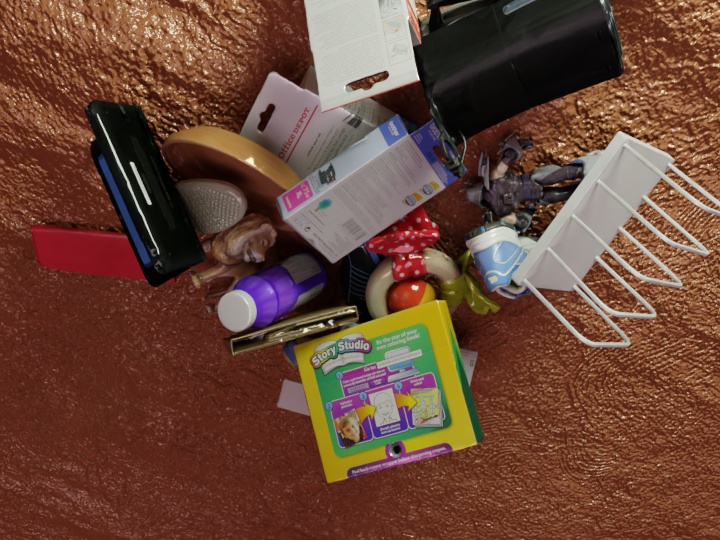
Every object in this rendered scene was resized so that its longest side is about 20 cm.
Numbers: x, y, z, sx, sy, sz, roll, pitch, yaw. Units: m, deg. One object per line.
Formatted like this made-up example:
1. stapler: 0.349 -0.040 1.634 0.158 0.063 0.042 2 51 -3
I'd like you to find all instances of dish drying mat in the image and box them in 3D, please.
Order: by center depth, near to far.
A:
1. dish drying mat: -0.356 -0.025 1.140 0.195 0.018 0.078 5 127 0

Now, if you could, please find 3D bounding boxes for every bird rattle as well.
1. bird rattle: 0.076 0.017 1.031 0.198 0.114 0.164 22 120 -36

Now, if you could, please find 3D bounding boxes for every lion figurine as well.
1. lion figurine: -0.168 -0.012 1.084 0.121 0.200 0.073 -28 81 -11

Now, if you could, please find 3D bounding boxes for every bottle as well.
1. bottle: -0.113 0.029 1.044 0.083 0.200 0.066 -33 89 25

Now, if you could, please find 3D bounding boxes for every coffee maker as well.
1. coffee maker: 0.167 -0.216 0.848 0.196 0.134 0.196 -19 79 19

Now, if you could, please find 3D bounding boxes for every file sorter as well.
1. file sorter: 0.297 -0.024 0.914 0.137 0.125 0.202 6 126 -47

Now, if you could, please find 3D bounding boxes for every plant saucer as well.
1. plant saucer: -0.144 -0.114 0.986 0.197 0.038 0.201 22 164 7

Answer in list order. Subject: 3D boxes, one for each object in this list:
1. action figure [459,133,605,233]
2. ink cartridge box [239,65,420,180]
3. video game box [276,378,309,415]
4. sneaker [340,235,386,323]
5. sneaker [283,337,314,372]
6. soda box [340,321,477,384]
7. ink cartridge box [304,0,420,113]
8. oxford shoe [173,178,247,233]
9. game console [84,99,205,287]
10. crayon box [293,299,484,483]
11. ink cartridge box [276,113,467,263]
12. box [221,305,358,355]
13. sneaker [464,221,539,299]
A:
1. action figure: 0.219 -0.103 1.001 0.195 0.070 0.132 -4 133 13
2. ink cartridge box: -0.038 -0.160 0.978 0.197 0.068 0.117 27 124 -14
3. video game box: 0.011 0.204 1.154 0.197 0.048 0.181 9 172 32
4. sneaker: 0.000 0.000 1.092 0.076 0.071 0.202 -20 124 10
5. sneaker: -0.013 0.120 1.189 0.196 0.076 0.089 17 119 -19
6. soda box: 0.064 0.120 1.123 0.197 0.068 0.065 14 91 -32
7. ink cartridge box: 0.002 -0.254 0.829 0.107 0.204 0.050 -14 160 16
8. oxford shoe: -0.212 -0.083 1.027 0.197 0.058 0.076 -10 118 41
9. game console: -0.277 -0.079 0.961 0.115 0.176 0.203 -24 93 12
10. crayon box: 0.032 0.148 1.001 0.196 0.058 0.176 -18 81 16
11. ink cartridge box: 0.015 -0.097 0.925 0.198 0.042 0.119 -31 145 12
12. box: -0.098 0.076 1.064 0.160 0.200 0.022 -15 91 -12
13. sneaker: 0.195 0.000 1.027 0.075 0.079 0.198 -25 157 33
